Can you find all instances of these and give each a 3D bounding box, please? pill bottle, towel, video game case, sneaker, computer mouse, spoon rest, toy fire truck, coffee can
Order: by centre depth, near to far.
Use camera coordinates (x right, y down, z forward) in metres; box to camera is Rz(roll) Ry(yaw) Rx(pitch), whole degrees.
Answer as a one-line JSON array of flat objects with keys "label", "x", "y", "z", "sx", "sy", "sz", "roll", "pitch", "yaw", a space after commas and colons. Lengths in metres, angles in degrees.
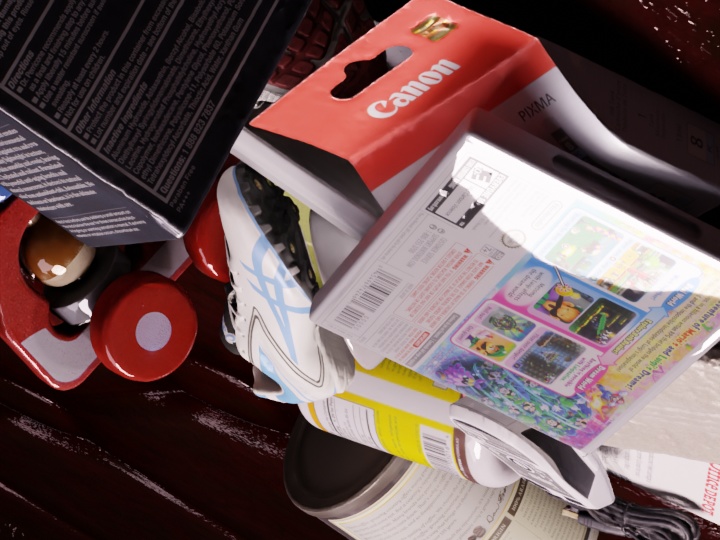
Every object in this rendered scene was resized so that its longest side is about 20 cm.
[{"label": "video game case", "x": 0.092, "y": 0.011, "z": 1.405, "sx": 0.181, "sy": 0.024, "sz": 0.200, "roll": 26, "pitch": 142, "yaw": -12}, {"label": "sneaker", "x": -0.054, "y": -0.127, "z": 1.449, "sx": 0.200, "sy": 0.078, "sz": 0.082, "roll": 26, "pitch": 161, "yaw": 43}, {"label": "towel", "x": 0.180, "y": 0.065, "z": 1.504, "sx": 0.199, "sy": 0.035, "sz": 0.133, "roll": 7, "pitch": 151, "yaw": 33}, {"label": "sneaker", "x": -0.056, "y": 0.015, "z": 1.570, "sx": 0.072, "sy": 0.072, "sz": 0.200, "roll": -15, "pitch": 140, "yaw": 4}, {"label": "spoon rest", "x": 0.000, "y": 0.000, "z": 1.594, "sx": 0.060, "sy": 0.100, "sz": 0.200, "roll": -19, "pitch": -173, "yaw": 15}, {"label": "toy fire truck", "x": -0.153, "y": -0.038, "z": 1.617, "sx": 0.168, "sy": 0.200, "sz": 0.112, "roll": 51, "pitch": 165, "yaw": -29}, {"label": "computer mouse", "x": 0.127, "y": 0.116, "z": 1.655, "sx": 0.109, "sy": 0.044, "sz": 0.200, "roll": 24, "pitch": 168, "yaw": 41}, {"label": "pill bottle", "x": 0.030, "y": 0.072, "z": 1.849, "sx": 0.199, "sy": 0.110, "sz": 0.109, "roll": 17, "pitch": 161, "yaw": 31}, {"label": "coffee can", "x": 0.062, "y": 0.163, "z": 2.002, "sx": 0.200, "sy": 0.147, "sz": 0.146, "roll": 37, "pitch": 160, "yaw": -30}]

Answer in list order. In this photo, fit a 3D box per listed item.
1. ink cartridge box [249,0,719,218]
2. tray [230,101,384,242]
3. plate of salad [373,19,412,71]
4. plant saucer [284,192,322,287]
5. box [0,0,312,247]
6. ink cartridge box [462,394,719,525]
[{"label": "ink cartridge box", "x": 0.066, "y": -0.057, "z": 1.369, "sx": 0.199, "sy": 0.048, "sz": 0.160, "roll": 21, "pitch": 146, "yaw": -30}, {"label": "tray", "x": -0.018, "y": -0.048, "z": 1.514, "sx": 0.200, "sy": 0.022, "sz": 0.107, "roll": 35, "pitch": -169, "yaw": 17}, {"label": "plate of salad", "x": 0.026, "y": -0.076, "z": 1.498, "sx": 0.199, "sy": 0.048, "sz": 0.200, "roll": 31, "pitch": 163, "yaw": 11}, {"label": "plant saucer", "x": -0.051, "y": -0.044, "z": 1.768, "sx": 0.199, "sy": 0.031, "sz": 0.200, "roll": 26, "pitch": 162, "yaw": 9}, {"label": "box", "x": -0.141, "y": -0.149, "z": 1.309, "sx": 0.198, "sy": 0.201, "sz": 0.123, "roll": 36, "pitch": 161, "yaw": -24}, {"label": "ink cartridge box", "x": 0.167, "y": 0.070, "z": 1.675, "sx": 0.199, "sy": 0.085, "sz": 0.145, "roll": 24, "pitch": 163, "yaw": 13}]
